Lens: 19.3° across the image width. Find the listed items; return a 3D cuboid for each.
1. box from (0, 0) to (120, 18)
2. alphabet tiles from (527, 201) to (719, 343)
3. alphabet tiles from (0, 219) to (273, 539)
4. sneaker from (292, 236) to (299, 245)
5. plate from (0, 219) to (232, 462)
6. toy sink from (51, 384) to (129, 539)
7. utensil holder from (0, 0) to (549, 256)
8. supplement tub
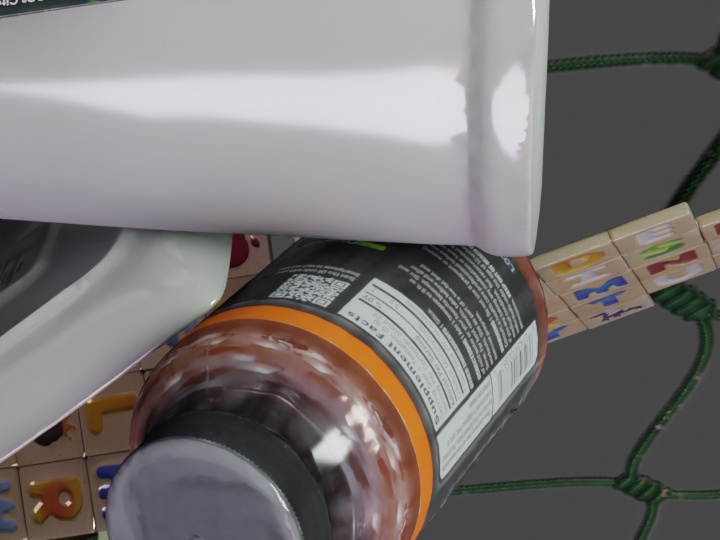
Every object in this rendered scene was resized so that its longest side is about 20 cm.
[{"bbox_3d":[-0.125,-0.136,0.615,0.136,0.200,0.038,-10,128,-20],"label":"box"},{"bbox_3d":[0.087,0.012,0.915,0.200,0.008,0.167,-20,166,10],"label":"alphabet tiles"},{"bbox_3d":[-0.127,0.032,0.925,0.200,0.167,0.006,-9,176,18],"label":"alphabet tiles"},{"bbox_3d":[0.000,0.000,0.916,0.075,0.087,0.200,-3,144,8],"label":"sneaker"},{"bbox_3d":[-0.132,0.014,0.826,0.200,0.200,0.032,-35,111,15],"label":"plate"},{"bbox_3d":[-0.113,0.136,1.002,0.130,0.112,0.200,-19,95,29],"label":"toy sink"},{"bbox_3d":[-0.036,-0.091,0.727,0.200,0.170,0.170,1,144,6],"label":"utensil holder"},{"bbox_3d":[-0.012,0.049,0.742,0.107,0.200,0.107,10,115,21],"label":"supplement tub"}]
